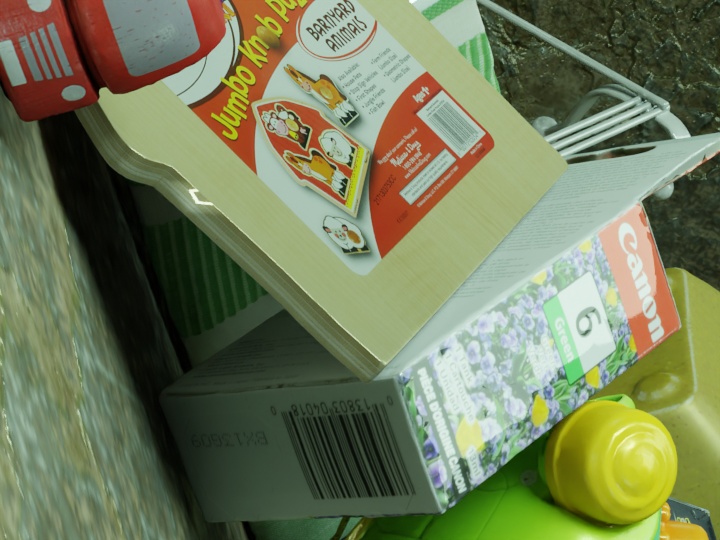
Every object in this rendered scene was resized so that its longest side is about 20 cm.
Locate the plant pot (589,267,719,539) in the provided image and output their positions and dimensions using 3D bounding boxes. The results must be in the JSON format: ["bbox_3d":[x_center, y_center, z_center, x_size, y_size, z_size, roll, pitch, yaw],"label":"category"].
[{"bbox_3d":[0.123,0.118,1.248,0.196,0.193,0.201,-83,154,-60],"label":"plant pot"}]

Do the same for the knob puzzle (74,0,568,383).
[{"bbox_3d":[-0.040,-0.065,0.868,0.219,0.030,0.220,30,35,-23],"label":"knob puzzle"}]

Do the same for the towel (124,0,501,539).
[{"bbox_3d":[0.000,0.000,1.004,0.023,0.152,0.201,37,-27,46],"label":"towel"}]

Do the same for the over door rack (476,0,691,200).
[{"bbox_3d":[0.020,-0.075,1.144,0.200,0.147,0.067,44,-44,26],"label":"over door rack"}]

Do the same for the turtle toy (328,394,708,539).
[{"bbox_3d":[0.039,0.125,0.914,0.101,0.200,0.146,44,-17,-25],"label":"turtle toy"}]

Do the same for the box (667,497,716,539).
[{"bbox_3d":[0.084,0.221,1.082,0.199,0.049,0.201,-52,-147,34],"label":"box"}]

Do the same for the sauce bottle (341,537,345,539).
[{"bbox_3d":[0.021,0.196,1.052,0.066,0.066,0.201,69,7,-62],"label":"sauce bottle"}]

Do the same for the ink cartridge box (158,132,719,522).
[{"bbox_3d":[0.040,0.016,0.911,0.200,0.109,0.051,-33,108,-43],"label":"ink cartridge box"}]

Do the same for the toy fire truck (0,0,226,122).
[{"bbox_3d":[-0.043,-0.128,0.781,0.200,0.140,0.049,-102,175,-52],"label":"toy fire truck"}]
